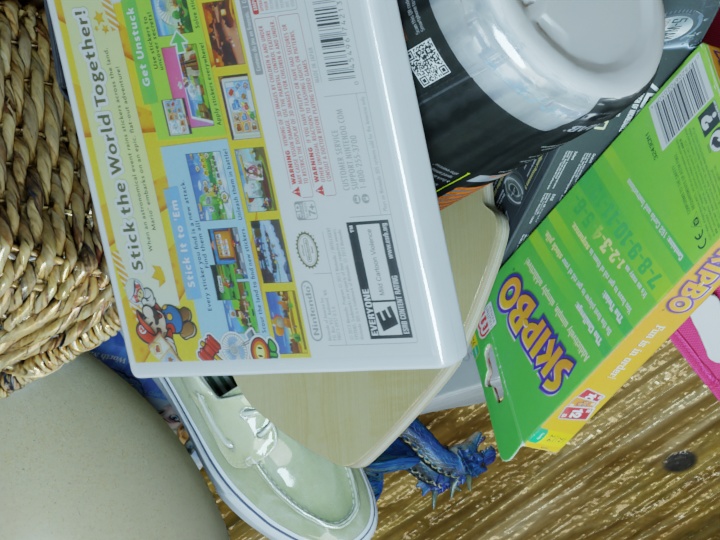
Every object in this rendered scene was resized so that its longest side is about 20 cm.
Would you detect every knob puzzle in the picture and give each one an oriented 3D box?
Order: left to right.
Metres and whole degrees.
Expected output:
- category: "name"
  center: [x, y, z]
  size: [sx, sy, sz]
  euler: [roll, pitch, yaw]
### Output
- category: "knob puzzle"
  center: [0.000, 0.000, 1.413]
  size: [0.220, 0.220, 0.030]
  euler: [-38, 148, 30]

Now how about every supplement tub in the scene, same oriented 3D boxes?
- category: "supplement tub"
  center: [0.025, -0.090, 1.246]
  size: [0.122, 0.123, 0.200]
  euler: [26, 144, -33]

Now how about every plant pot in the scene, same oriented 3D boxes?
- category: "plant pot"
  center: [-0.177, 0.113, 1.494]
  size: [0.200, 0.200, 0.135]
  euler: [-12, 105, 3]

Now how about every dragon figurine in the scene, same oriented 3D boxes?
- category: "dragon figurine"
  center: [-0.005, 0.101, 1.605]
  size: [0.200, 0.099, 0.059]
  euler: [-13, 156, -50]

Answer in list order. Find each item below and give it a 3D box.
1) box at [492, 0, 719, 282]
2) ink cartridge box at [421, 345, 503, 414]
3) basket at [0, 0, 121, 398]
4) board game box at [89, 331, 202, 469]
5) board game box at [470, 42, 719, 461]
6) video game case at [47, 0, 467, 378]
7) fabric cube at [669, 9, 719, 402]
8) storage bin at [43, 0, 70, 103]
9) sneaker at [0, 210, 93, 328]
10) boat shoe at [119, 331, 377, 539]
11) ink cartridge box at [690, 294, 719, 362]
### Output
- category: "box"
  center: [0.097, -0.116, 1.358]
  size: [0.044, 0.160, 0.200]
  euler: [4, 137, -20]
- category: "ink cartridge box"
  center: [0.071, 0.044, 1.583]
  size: [0.109, 0.050, 0.200]
  euler: [-18, 174, 28]
- category: "basket"
  center: [-0.191, -0.027, 1.377]
  size: [0.149, 0.200, 0.143]
  euler: [10, 134, -22]
- category: "board game box"
  center: [-0.183, 0.087, 1.620]
  size: [0.200, 0.043, 0.199]
  euler: [13, 136, -29]
- category: "board game box"
  center: [0.116, -0.003, 1.296]
  size: [0.030, 0.096, 0.200]
  euler: [17, 132, -32]
- category: "video game case"
  center: [-0.048, -0.053, 1.220]
  size: [0.182, 0.023, 0.200]
  euler: [-3, 104, 39]
- category: "fabric cube"
  center: [0.242, -0.053, 1.428]
  size: [0.199, 0.196, 0.200]
  euler: [-25, 136, 18]
- category: "storage bin"
  center: [-0.050, -0.159, 1.335]
  size: [0.200, 0.094, 0.135]
  euler: [-6, 139, -2]
- category: "sneaker"
  center: [-0.106, -0.020, 1.422]
  size: [0.200, 0.078, 0.086]
  euler: [-37, 110, 20]
- category: "boat shoe"
  center: [-0.063, 0.072, 1.526]
  size: [0.072, 0.200, 0.062]
  euler: [-39, 176, -21]
- category: "ink cartridge box"
  center: [0.248, 0.005, 1.298]
  size: [0.200, 0.067, 0.116]
  euler: [-19, 138, 11]
